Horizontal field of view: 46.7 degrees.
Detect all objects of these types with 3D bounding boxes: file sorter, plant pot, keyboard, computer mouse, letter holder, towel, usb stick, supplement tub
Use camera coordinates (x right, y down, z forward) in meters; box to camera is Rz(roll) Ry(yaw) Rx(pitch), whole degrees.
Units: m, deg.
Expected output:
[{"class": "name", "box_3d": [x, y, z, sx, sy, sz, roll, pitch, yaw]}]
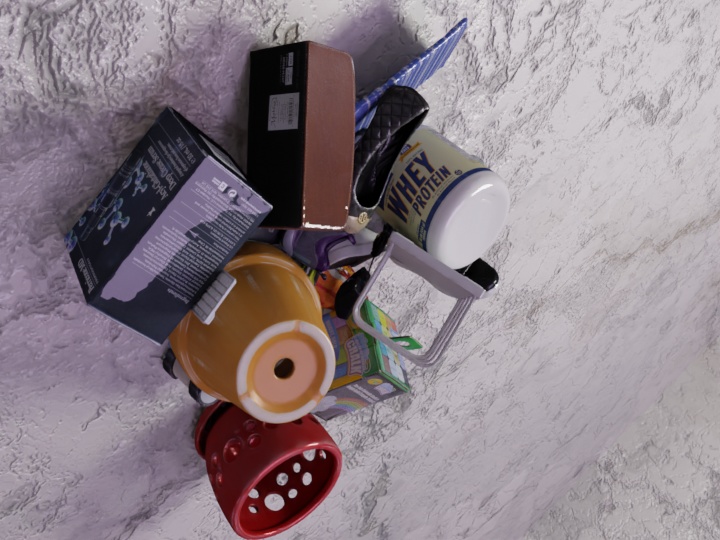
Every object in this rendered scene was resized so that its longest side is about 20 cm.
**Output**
[{"class": "file sorter", "box_3d": [0.068, 0.045, 1.129, 0.126, 0.137, 0.200, -58, 178, -2]}, {"class": "plant pot", "box_3d": [-0.154, 0.282, 1.301, 0.198, 0.182, 0.203, -27, 141, -24]}, {"class": "plant pot", "box_3d": [-0.119, 0.088, 1.020, 0.196, 0.183, 0.205, -9, 111, -24]}, {"class": "keyboard", "box_3d": [-0.183, 0.014, 0.953, 0.011, 0.199, 0.057, 32, 87, -26]}, {"class": "computer mouse", "box_3d": [0.000, 0.000, 1.175, 0.059, 0.034, 0.202, -58, 176, -46]}, {"class": "letter holder", "box_3d": [-0.051, -0.150, 0.989, 0.140, 0.099, 0.206, 1, 92, -48]}, {"class": "towel", "box_3d": [0.048, -0.243, 1.088, 0.199, 0.024, 0.145, -41, 180, -11]}, {"class": "usb stick", "box_3d": [-0.130, -0.063, 1.067, 0.056, 0.032, 0.200, -53, 166, 7]}, {"class": "supplement tub", "box_3d": [0.095, -0.113, 1.165, 0.143, 0.200, 0.147, -28, 140, -27]}]

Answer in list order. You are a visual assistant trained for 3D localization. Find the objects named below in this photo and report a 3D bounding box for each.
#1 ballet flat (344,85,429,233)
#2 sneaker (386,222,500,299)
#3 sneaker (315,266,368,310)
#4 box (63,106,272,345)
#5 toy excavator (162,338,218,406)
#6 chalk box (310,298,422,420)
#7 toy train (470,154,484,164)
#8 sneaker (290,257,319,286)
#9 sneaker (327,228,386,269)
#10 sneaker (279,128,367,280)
[{"class": "ballet flat", "box_3d": [0.023, -0.132, 1.037, 0.066, 0.057, 0.203, -5, 126, -47]}, {"class": "sneaker", "box_3d": [0.120, -0.032, 1.277, 0.074, 0.197, 0.113, -53, 151, -28]}, {"class": "sneaker", "box_3d": [-0.041, 0.028, 1.291, 0.077, 0.074, 0.200, -36, 139, 10]}, {"class": "box", "box_3d": [-0.217, -0.052, 0.926, 0.201, 0.148, 0.107, -50, 131, 5]}, {"class": "toy excavator", "box_3d": [-0.206, 0.072, 1.138, 0.192, 0.099, 0.204, 10, 104, -47]}, {"class": "chalk box", "box_3d": [-0.003, 0.132, 1.288, 0.196, 0.126, 0.124, -22, 151, 15]}, {"class": "toy train", "box_3d": [0.155, -0.093, 1.364, 0.113, 0.084, 0.203, -35, 143, -36]}, {"class": "sneaker", "box_3d": [-0.128, 0.047, 1.207, 0.201, 0.080, 0.074, -55, -176, 38]}, {"class": "sneaker", "box_3d": [-0.012, -0.054, 1.232, 0.072, 0.086, 0.199, -26, 173, 18]}, {"class": "sneaker", "box_3d": [-0.020, -0.088, 1.118, 0.202, 0.087, 0.074, -54, 173, 3]}]
